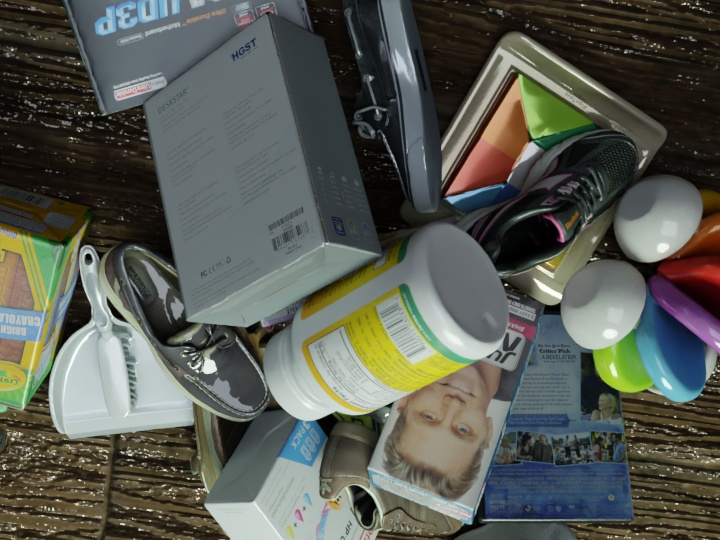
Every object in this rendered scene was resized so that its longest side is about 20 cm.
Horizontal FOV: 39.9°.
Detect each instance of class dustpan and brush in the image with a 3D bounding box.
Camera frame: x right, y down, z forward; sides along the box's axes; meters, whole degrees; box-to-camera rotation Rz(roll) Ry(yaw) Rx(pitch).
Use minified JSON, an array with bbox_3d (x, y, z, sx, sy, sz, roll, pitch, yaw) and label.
[{"bbox_3d":[-0.234,0.069,0.925,0.138,0.057,0.203,-6,105,-1],"label":"dustpan and brush"}]

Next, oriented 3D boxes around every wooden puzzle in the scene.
[{"bbox_3d":[0.160,-0.088,0.914,0.184,0.037,0.201,29,103,-11],"label":"wooden puzzle"}]

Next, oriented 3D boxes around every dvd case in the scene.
[{"bbox_3d":[0.174,0.133,0.927,0.141,0.018,0.202,0,68,-1],"label":"dvd case"}]

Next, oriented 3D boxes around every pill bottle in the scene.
[{"bbox_3d":[0.014,0.051,0.815,0.199,0.113,0.113,-31,108,35],"label":"pill bottle"}]

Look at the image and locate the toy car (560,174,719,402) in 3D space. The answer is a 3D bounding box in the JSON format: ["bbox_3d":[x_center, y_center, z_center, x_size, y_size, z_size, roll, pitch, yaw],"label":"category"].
[{"bbox_3d":[0.292,0.028,0.874,0.174,0.150,0.201,32,92,-32],"label":"toy car"}]

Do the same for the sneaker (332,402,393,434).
[{"bbox_3d":[0.030,0.142,0.968,0.200,0.076,0.076,43,131,-16],"label":"sneaker"}]

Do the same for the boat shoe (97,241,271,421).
[{"bbox_3d":[-0.152,0.055,0.871,0.072,0.065,0.201,-42,97,-18],"label":"boat shoe"}]

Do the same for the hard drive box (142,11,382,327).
[{"bbox_3d":[-0.084,-0.077,0.802,0.155,0.076,0.202,-26,70,32],"label":"hard drive box"}]

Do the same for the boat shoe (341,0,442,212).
[{"bbox_3d":[0.025,-0.147,0.866,0.067,0.074,0.202,-9,102,18],"label":"boat shoe"}]

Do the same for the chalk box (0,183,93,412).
[{"bbox_3d":[-0.328,0.036,0.877,0.123,0.124,0.202,16,105,-8],"label":"chalk box"}]

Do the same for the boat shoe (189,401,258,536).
[{"bbox_3d":[-0.136,0.185,0.962,0.075,0.072,0.202,0,111,31],"label":"boat shoe"}]

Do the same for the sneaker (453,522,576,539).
[{"bbox_3d":[0.171,0.288,0.974,0.098,0.071,0.200,24,148,-19],"label":"sneaker"}]

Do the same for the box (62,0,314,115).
[{"bbox_3d":[-0.150,-0.238,0.846,0.198,0.046,0.161,-15,107,1],"label":"box"}]

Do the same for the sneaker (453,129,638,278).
[{"bbox_3d":[0.170,-0.047,0.855,0.199,0.086,0.081,-39,107,-10],"label":"sneaker"}]

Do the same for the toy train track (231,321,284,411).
[{"bbox_3d":[-0.082,0.107,0.954,0.114,0.033,0.201,-2,123,40],"label":"toy train track"}]

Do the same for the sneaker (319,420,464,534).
[{"bbox_3d":[0.026,0.221,0.951,0.200,0.070,0.076,43,61,-34],"label":"sneaker"}]

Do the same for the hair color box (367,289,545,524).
[{"bbox_3d":[0.088,0.111,0.889,0.099,0.061,0.202,18,68,12],"label":"hair color box"}]

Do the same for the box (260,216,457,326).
[{"bbox_3d":[0.000,0.000,0.889,0.198,0.042,0.039,-14,134,-9],"label":"box"}]

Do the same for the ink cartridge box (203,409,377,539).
[{"bbox_3d":[-0.048,0.242,0.939,0.067,0.116,0.201,-11,123,35],"label":"ink cartridge box"}]
